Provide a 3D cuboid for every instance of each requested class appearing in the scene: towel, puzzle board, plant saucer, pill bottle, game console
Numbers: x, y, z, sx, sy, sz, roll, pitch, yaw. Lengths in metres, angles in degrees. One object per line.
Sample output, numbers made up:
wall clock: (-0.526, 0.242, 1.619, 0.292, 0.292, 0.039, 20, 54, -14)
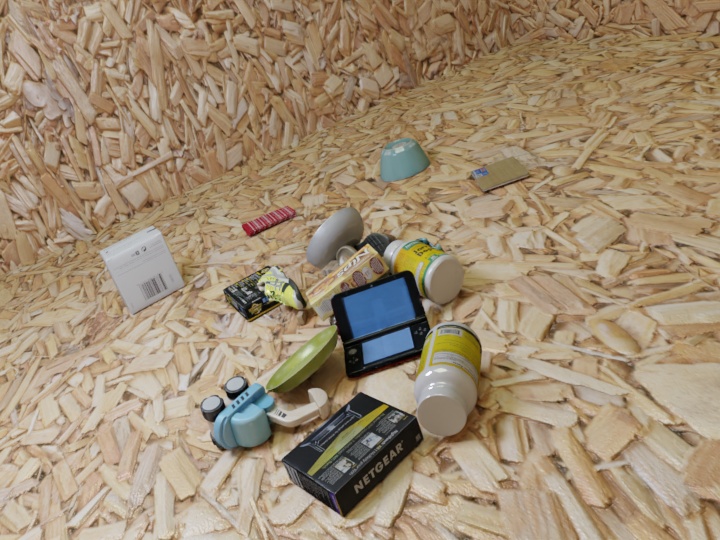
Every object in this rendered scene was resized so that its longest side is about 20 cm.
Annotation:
towel: (-0.341, -0.186, 2.502, 0.196, 0.023, 0.144, -25, 22, -13)
puzzle board: (0.436, -0.303, 2.124, 0.147, 0.018, 0.201, -20, 23, 6)
plant saucer: (-0.117, 0.194, 1.428, 0.199, 0.031, 0.200, -40, 8, 7)
pill bottle: (0.154, 0.190, 1.186, 0.110, 0.115, 0.201, -11, 26, 20)
game console: (0.043, 0.112, 1.435, 0.195, 0.121, 0.173, -19, 23, 5)
pill bottle: (0.142, -0.005, 1.587, 0.111, 0.115, 0.199, -30, 31, -22)

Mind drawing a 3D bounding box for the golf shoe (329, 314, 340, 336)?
golf shoe: (0.015, 0.078, 1.586, 0.196, 0.074, 0.092, -25, 22, -8)

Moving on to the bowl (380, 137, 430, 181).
bowl: (0.151, -0.420, 2.494, 0.196, 0.107, 0.202, -18, 23, 8)

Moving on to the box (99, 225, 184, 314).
box: (-0.707, -0.005, 2.190, 0.196, 0.204, 0.130, -30, 26, -22)

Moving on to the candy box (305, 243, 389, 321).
candy box: (-0.034, 0.026, 1.603, 0.198, 0.056, 0.115, -37, 17, -2)

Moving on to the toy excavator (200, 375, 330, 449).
toy excavator: (-0.182, 0.283, 1.314, 0.197, 0.102, 0.194, 19, 42, 35)

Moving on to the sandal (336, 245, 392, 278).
sandal: (0.000, 0.000, 1.702, 0.199, 0.081, 0.054, 38, 13, 34)

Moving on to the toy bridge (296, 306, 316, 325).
toy bridge: (-0.068, 0.091, 1.684, 0.195, 0.028, 0.068, -14, 22, 16)

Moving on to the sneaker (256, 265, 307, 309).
sneaker: (-0.203, 0.060, 1.755, 0.076, 0.076, 0.199, -35, 33, -15)

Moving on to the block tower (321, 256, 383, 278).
block tower: (-0.003, 0.004, 1.783, 0.196, 0.055, 0.058, -2, 30, 35)

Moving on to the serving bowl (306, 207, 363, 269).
serving bowl: (-0.058, -0.076, 1.880, 0.198, 0.202, 0.066, -35, 66, -30)

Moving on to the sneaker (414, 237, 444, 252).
sneaker: (0.153, -0.046, 1.721, 0.077, 0.088, 0.198, -32, 26, -28)

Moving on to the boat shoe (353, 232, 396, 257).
boat shoe: (0.049, -0.066, 1.824, 0.073, 0.078, 0.199, -21, 3, -29)

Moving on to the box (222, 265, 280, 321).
box: (-0.287, 0.061, 1.901, 0.157, 0.050, 0.199, -27, 24, -21)

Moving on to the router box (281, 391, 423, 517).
router box: (-0.013, 0.305, 1.152, 0.198, 0.053, 0.155, -35, 28, -30)
